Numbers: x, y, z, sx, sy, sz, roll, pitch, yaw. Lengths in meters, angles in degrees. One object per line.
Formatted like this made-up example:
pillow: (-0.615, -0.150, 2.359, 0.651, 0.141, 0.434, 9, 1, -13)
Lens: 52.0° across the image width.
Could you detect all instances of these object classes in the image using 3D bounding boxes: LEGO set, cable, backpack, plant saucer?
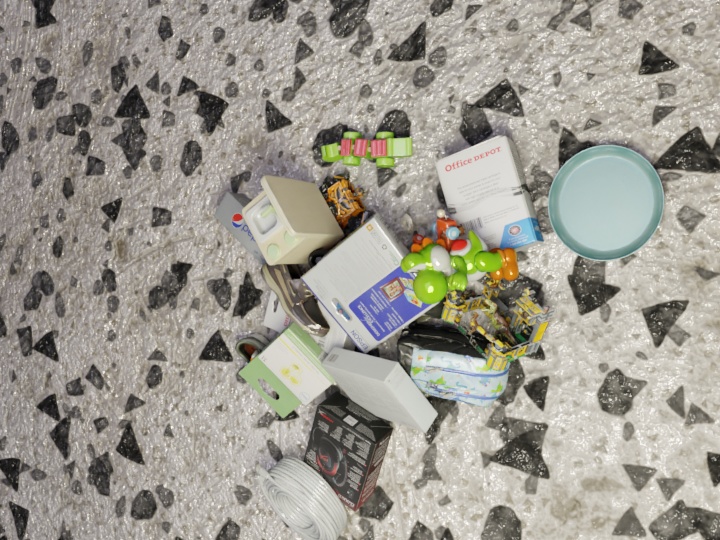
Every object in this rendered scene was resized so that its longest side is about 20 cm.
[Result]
LEGO set: (0.246, 0.069, 1.316, 0.201, 0.151, 0.117, 55, 142, 43)
cable: (-0.116, 0.477, 1.515, 0.198, 0.069, 0.203, 17, 135, 36)
backpack: (0.179, 0.173, 1.376, 0.196, 0.163, 0.157, -5, 95, 15)
plant saucer: (0.434, -0.119, 1.310, 0.197, 0.027, 0.205, 0, 90, 26)

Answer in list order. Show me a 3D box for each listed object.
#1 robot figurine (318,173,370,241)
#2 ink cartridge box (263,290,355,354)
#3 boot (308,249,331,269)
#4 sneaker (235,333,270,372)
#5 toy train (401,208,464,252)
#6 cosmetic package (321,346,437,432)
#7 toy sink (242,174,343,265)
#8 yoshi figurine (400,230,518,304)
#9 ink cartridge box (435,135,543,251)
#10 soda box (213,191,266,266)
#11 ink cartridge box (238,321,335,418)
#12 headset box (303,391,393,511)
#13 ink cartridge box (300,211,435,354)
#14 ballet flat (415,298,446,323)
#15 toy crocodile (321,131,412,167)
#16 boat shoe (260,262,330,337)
robot figurine: (-0.072, -0.110, 1.544, 0.199, 0.058, 0.146, -37, 76, 22)
ink cartridge box: (-0.097, 0.094, 1.552, 0.197, 0.066, 0.118, 20, 99, 24)
boot: (0.000, 0.000, 1.462, 0.197, 0.144, 0.074, 12, 94, 24)
sneaker: (-0.189, 0.205, 1.592, 0.198, 0.079, 0.075, 26, 100, 22)
toy train: (0.146, -0.049, 1.389, 0.200, 0.055, 0.153, -157, 57, -67)
cosmetic package: (0.034, 0.225, 1.407, 0.198, 0.152, 0.052, 7, 49, 52)
toy sink: (-0.144, -0.092, 1.438, 0.111, 0.199, 0.132, -36, 77, 22)
yoshi figurine: (0.166, 0.010, 1.268, 0.113, 0.196, 0.114, -106, 19, -47)
ink cartridge box: (0.240, -0.128, 1.373, 0.144, 0.084, 0.204, -18, 82, 25)
soda box: (-0.229, -0.085, 1.619, 0.200, 0.063, 0.069, 43, 109, 20)
ink cartridge box: (-0.155, 0.218, 1.528, 0.146, 0.048, 0.200, 46, 116, -5)
headset box: (-0.032, 0.373, 1.494, 0.147, 0.075, 0.203, 27, 119, 24)
ink cartridge box: (0.020, 0.028, 1.386, 0.199, 0.047, 0.198, -36, 98, 30)
ballet flat: (0.072, 0.078, 1.455, 0.196, 0.068, 0.070, -2, 119, 14)
toy crocodile: (0.013, -0.247, 1.500, 0.197, 0.062, 0.069, 5, 92, 26)
boat shoe: (-0.124, 0.045, 1.488, 0.073, 0.074, 0.201, -46, 73, 18)
